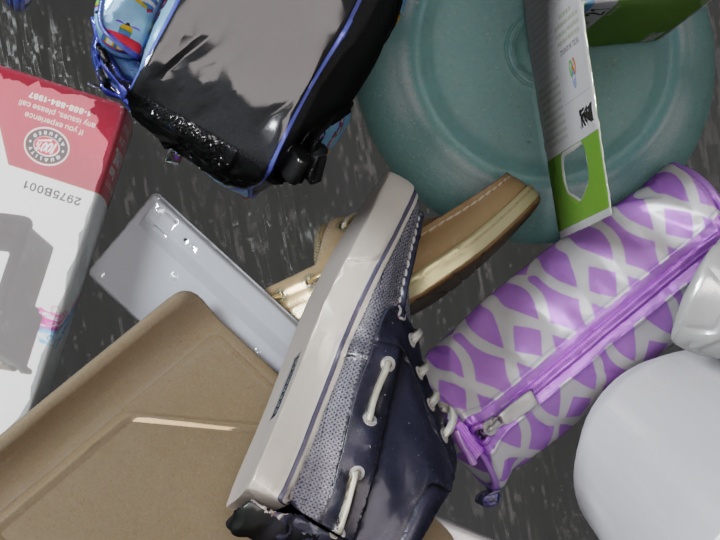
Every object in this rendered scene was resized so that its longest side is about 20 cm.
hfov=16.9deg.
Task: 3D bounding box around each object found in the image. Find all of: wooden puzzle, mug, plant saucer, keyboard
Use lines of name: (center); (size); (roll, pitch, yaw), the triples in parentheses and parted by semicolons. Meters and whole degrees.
wooden puzzle: (-0.077, 0.130, 1.169); (0.200, 0.037, 0.185); (44, 58, 9)
mug: (0.188, 0.129, 1.215); (0.149, 0.153, 0.187); (-30, 128, -12)
plant saucer: (0.096, -0.116, 1.296); (0.199, 0.036, 0.201); (0, 86, -5)
keyboard: (-0.051, 0.046, 1.231); (0.200, 0.011, 0.056); (42, 102, 12)

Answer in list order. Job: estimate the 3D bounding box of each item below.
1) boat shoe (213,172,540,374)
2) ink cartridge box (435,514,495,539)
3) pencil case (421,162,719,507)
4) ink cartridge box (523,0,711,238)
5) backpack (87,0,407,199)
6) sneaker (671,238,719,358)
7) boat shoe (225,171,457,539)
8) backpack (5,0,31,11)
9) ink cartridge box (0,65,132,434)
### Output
boat shoe: (0.000, 0.000, 1.257); (0.200, 0.071, 0.065); (-33, 84, -1)
ink cartridge box: (0.044, 0.236, 1.239); (0.147, 0.086, 0.201); (23, 85, -3)
pencil case: (0.115, 0.028, 1.261); (0.200, 0.085, 0.084); (-40, 92, -8)
ink cartridge box: (0.131, -0.124, 1.208); (0.075, 0.148, 0.201); (-7, 87, -6)
backpack: (-0.049, -0.130, 1.201); (0.134, 0.200, 0.183); (27, 85, -2)
sneaker: (0.236, 0.028, 1.225); (0.099, 0.200, 0.078); (33, 115, 24)
boat shoe: (0.011, 0.056, 1.177); (0.092, 0.075, 0.201); (26, 69, -8)
backpack: (-0.162, -0.227, 1.217); (0.154, 0.200, 0.191); (28, 97, -1)
ink cartridge box: (-0.214, -0.005, 1.236); (0.145, 0.083, 0.201); (17, 84, -4)
